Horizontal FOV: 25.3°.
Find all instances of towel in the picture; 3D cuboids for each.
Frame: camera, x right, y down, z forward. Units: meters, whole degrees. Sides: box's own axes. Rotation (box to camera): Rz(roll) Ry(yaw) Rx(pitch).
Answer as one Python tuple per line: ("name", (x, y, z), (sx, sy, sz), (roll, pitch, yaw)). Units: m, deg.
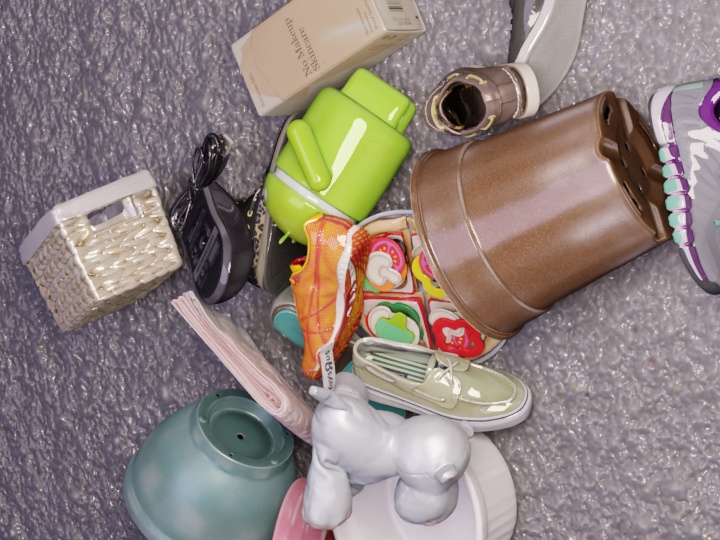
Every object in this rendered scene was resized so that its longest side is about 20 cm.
("towel", (-0.112, 0.115, 1.789), (0.032, 0.200, 0.191), (-43, 66, 0))

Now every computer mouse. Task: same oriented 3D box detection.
("computer mouse", (-0.154, -0.043, 1.777), (0.139, 0.052, 0.201), (-58, 35, 34))

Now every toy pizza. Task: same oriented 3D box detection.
("toy pizza", (0.064, 0.027, 1.675), (0.198, 0.032, 0.202), (15, 130, 18))

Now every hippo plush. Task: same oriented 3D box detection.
("hippo plush", (0.033, 0.169, 1.611), (0.159, 0.160, 0.202), (8, 120, 5))

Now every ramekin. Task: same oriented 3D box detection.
("ramekin", (0.071, 0.250, 1.718), (0.199, 0.097, 0.203), (7, 102, 36))

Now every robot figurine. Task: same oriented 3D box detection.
("robot figurine", (-0.025, -0.112, 1.700), (0.115, 0.175, 0.201), (34, 95, 9))

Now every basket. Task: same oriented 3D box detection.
("basket", (-0.307, -0.018, 1.909), (0.124, 0.135, 0.200), (64, 153, 2))

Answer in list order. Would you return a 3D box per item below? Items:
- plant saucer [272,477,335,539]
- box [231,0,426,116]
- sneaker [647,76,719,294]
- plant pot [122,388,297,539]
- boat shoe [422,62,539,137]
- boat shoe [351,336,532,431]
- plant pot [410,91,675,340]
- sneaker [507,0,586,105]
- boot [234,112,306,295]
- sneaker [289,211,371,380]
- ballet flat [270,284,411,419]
("plant saucer", (-0.056, 0.333, 1.780), (0.050, 0.200, 0.203), (5, 102, 13))
("box", (-0.037, -0.251, 1.731), (0.199, 0.077, 0.096), (-31, 79, 37))
("sneaker", (0.329, -0.081, 1.483), (0.087, 0.074, 0.202), (-15, 87, 33))
("plant pot", (-0.152, 0.221, 1.813), (0.200, 0.199, 0.135), (46, 127, 22))
("boat shoe", (0.105, -0.167, 1.600), (0.200, 0.059, 0.073), (1, 105, 66))
("boat shoe", (0.080, 0.117, 1.675), (0.198, 0.072, 0.062), (9, 147, 17))
("plant pot", (0.183, -0.064, 1.532), (0.197, 0.200, 0.202), (-26, 82, 30))
("sneaker", (0.166, -0.260, 1.587), (0.099, 0.070, 0.202), (39, 125, 41))
("boot", (-0.119, -0.081, 1.825), (0.153, 0.073, 0.206), (10, 89, 49))
("sneaker", (-0.038, 0.025, 1.678), (0.077, 0.073, 0.202), (24, 124, 20))
("ballet flat", (-0.012, 0.088, 1.771), (0.200, 0.064, 0.067), (42, 129, -9))
